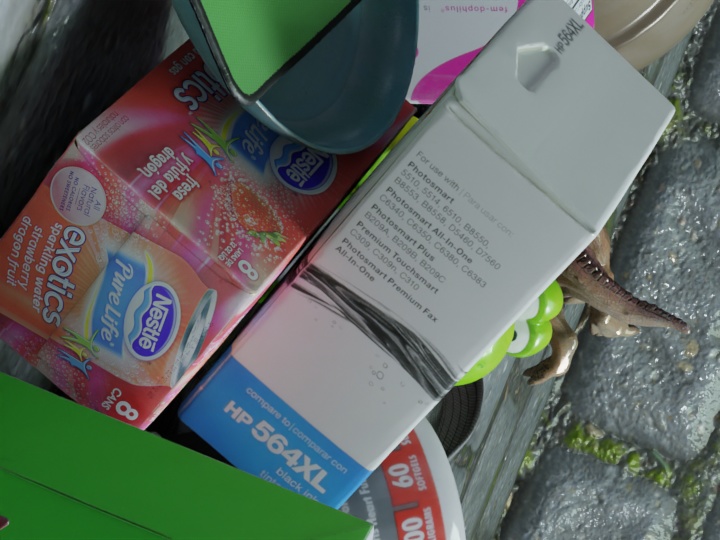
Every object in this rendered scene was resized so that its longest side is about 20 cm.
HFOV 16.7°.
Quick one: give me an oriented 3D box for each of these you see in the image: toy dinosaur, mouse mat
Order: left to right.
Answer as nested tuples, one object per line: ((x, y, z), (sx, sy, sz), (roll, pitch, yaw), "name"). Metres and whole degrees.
((-0.038, -0.173, 0.983), (0.200, 0.007, 0.162), (-50, 123, -55), "mouse mat")
((0.092, -0.030, 1.270), (0.200, 0.085, 0.136), (-137, -142, -56), "toy dinosaur")

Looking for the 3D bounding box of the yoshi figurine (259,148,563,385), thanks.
((-0.001, -0.001, 1.189), (0.113, 0.199, 0.112), (97, 12, -60), "yoshi figurine")

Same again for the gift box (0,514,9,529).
((-0.175, 0.145, 0.673), (0.187, 0.199, 0.186), (71, 36, -71), "gift box")

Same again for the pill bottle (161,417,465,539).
((-0.061, 0.130, 1.130), (0.116, 0.199, 0.117), (170, -90, -69), "pill bottle")

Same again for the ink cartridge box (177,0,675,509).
((0.029, -0.006, 1.041), (0.200, 0.084, 0.146), (-47, -178, 32), "ink cartridge box")

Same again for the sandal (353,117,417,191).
((-0.013, -0.004, 1.466), (0.087, 0.079, 0.201), (87, 27, -73), "sandal")

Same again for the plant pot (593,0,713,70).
((0.092, -0.219, 1.352), (0.173, 0.199, 0.201), (29, 82, -63), "plant pot")

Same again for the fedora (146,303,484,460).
((-0.028, 0.047, 1.280), (0.200, 0.176, 0.091), (-48, 142, -46), "fedora")

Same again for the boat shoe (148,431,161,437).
((-0.122, 0.179, 1.197), (0.071, 0.069, 0.201), (67, 45, -72), "boat shoe")

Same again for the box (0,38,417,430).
((-0.068, -0.030, 1.036), (0.103, 0.095, 0.200), (-48, -179, 32), "box")

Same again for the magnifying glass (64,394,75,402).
((-0.143, 0.102, 1.177), (0.080, 0.022, 0.201), (-33, 141, -71), "magnifying glass")

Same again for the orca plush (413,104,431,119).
((-0.014, -0.102, 1.301), (0.071, 0.105, 0.200), (-39, 178, 13), "orca plush")

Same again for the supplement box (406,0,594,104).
((0.046, -0.190, 1.192), (0.103, 0.101, 0.201), (-52, 140, -55), "supplement box")

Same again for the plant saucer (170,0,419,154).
((-0.035, -0.144, 1.011), (0.200, 0.027, 0.201), (32, 53, -54), "plant saucer")

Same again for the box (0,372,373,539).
((-0.111, 0.152, 0.963), (0.177, 0.199, 0.097), (98, 17, -44), "box")
